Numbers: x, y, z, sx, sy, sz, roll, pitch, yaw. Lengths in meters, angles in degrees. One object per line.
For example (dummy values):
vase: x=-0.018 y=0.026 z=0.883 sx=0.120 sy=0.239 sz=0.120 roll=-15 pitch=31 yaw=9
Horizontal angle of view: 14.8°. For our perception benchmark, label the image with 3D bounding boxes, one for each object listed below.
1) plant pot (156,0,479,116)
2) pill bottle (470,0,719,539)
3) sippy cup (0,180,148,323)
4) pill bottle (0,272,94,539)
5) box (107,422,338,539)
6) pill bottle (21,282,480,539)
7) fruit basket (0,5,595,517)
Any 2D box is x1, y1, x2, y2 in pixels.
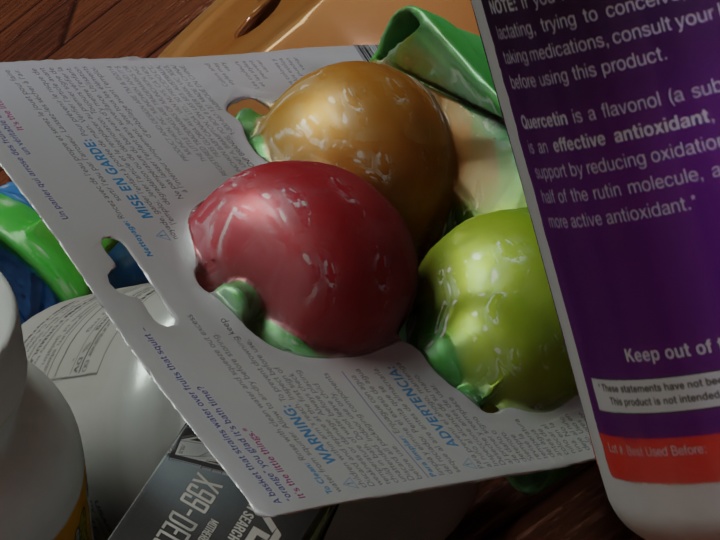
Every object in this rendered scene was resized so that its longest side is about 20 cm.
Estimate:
plant pot: x=0.001 y=-0.047 z=1.064 sx=0.200 sy=0.140 sz=0.200 roll=-37 pitch=18 yaw=14
pill bottle: x=0.084 y=-0.047 z=0.596 sx=0.112 sy=0.201 sz=0.112 roll=-15 pitch=8 yaw=2
sippy cup: x=-0.101 y=0.000 z=1.203 sx=0.130 sy=0.140 sz=0.178 roll=-37 pitch=22 yaw=-31
pill bottle: x=-0.140 y=0.091 z=0.880 sx=0.112 sy=0.201 sz=0.113 roll=-1 pitch=40 yaw=0
box: x=-0.076 y=0.142 z=0.779 sx=0.200 sy=0.050 sz=0.158 roll=-57 pitch=-7 yaw=-44
pill bottle: x=-0.046 y=0.057 z=0.942 sx=0.114 sy=0.114 sz=0.200 roll=-48 pitch=19 yaw=-25
fruit basket: x=0.000 y=0.000 z=0.792 sx=0.199 sy=0.185 sz=0.094 roll=-11 pitch=-43 yaw=-37
